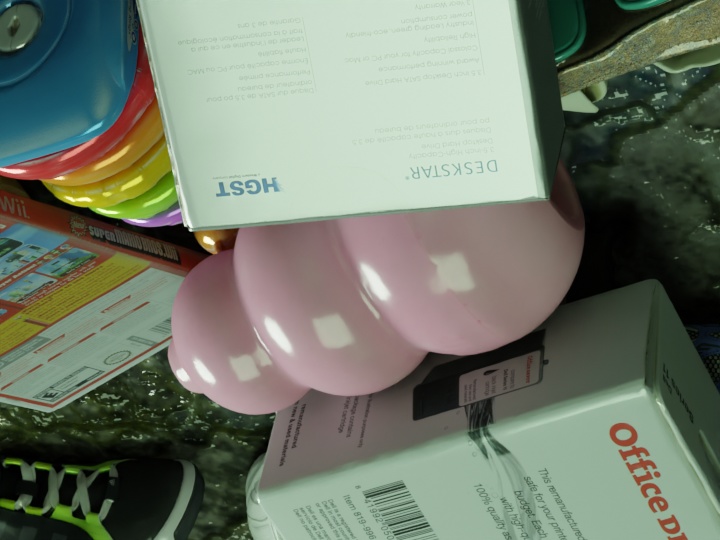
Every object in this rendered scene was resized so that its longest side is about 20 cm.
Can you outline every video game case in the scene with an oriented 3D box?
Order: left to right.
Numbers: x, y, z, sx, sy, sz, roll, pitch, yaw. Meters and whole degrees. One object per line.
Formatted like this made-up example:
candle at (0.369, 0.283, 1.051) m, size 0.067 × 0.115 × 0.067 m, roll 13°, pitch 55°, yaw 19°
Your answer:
video game case at (-0.163, 0.017, 1.276) m, size 0.143 × 0.017 × 0.200 m, roll -30°, pitch 154°, yaw 26°

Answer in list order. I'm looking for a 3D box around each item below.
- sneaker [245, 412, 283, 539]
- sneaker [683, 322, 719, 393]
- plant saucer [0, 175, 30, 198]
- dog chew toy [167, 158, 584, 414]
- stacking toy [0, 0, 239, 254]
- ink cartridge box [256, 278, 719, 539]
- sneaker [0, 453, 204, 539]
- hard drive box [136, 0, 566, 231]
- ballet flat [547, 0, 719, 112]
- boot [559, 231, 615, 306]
sneaker at (-0.024, 0.130, 1.395) m, size 0.078 × 0.099 × 0.200 m, roll 4°, pitch 138°, yaw 0°
sneaker at (0.165, 0.095, 1.368) m, size 0.078 × 0.075 × 0.200 m, roll 8°, pitch 129°, yaw -1°
plant saucer at (-0.281, -0.029, 1.282) m, size 0.200 × 0.048 × 0.200 m, roll 22°, pitch 136°, yaw -19°
dog chew toy at (0.000, 0.000, 1.217) m, size 0.200 × 0.125 × 0.125 m, roll -29°, pitch 129°, yaw 17°
stacking toy at (-0.100, -0.059, 1.207) m, size 0.110 × 0.116 × 0.200 m, roll -14°, pitch 146°, yaw 24°
ink cartridge box at (0.075, 0.104, 1.250) m, size 0.200 × 0.083 × 0.147 m, roll -17°, pitch 123°, yaw 22°
sneaker at (-0.182, 0.133, 1.435) m, size 0.200 × 0.072 × 0.083 m, roll -17°, pitch 133°, yaw 22°
hard drive box at (-0.009, -0.125, 1.078) m, size 0.156 × 0.077 × 0.200 m, roll -4°, pitch 115°, yaw 12°
ballet flat at (0.109, -0.102, 1.154) m, size 0.200 × 0.068 × 0.067 m, roll -14°, pitch 142°, yaw 22°
boot at (0.057, 0.060, 1.341) m, size 0.138 × 0.077 × 0.200 m, roll 2°, pitch 125°, yaw 9°
